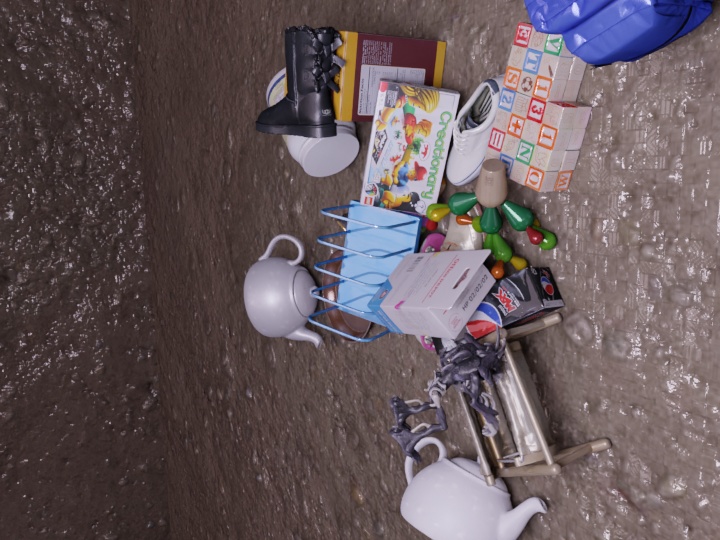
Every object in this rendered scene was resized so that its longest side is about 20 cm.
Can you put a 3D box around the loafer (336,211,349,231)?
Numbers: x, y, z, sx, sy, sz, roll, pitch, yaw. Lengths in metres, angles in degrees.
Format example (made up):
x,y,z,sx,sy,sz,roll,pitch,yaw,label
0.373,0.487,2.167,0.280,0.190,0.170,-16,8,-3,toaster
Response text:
x,y,z,sx,sy,sz,roll,pitch,yaw,label
0.011,-0.027,1.250,0.073,0.072,0.201,86,167,-66,loafer

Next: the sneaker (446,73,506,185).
x,y,z,sx,sy,sz,roll,pitch,yaw,label
0.170,-0.214,0.982,0.073,0.070,0.201,58,141,32,sneaker

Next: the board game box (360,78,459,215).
x,y,z,sx,sy,sz,roll,pitch,yaw,label
0.076,-0.194,1.027,0.035,0.125,0.201,-89,8,-66,board game box

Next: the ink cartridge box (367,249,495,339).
x,y,z,sx,sy,sz,roll,pitch,yaw,label
0.112,0.034,0.933,0.068,0.115,0.200,48,157,-21,ink cartridge box

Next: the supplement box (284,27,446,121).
x,y,z,sx,sy,sz,roll,pitch,yaw,label
0.002,-0.335,1.098,0.197,0.199,0.134,30,121,51,supplement box

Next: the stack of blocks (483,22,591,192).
x,y,z,sx,sy,sz,roll,pitch,yaw,label
0.248,-0.221,0.871,0.115,0.058,0.201,39,128,47,stack of blocks

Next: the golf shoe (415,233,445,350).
x,y,z,sx,sy,sz,roll,pitch,yaw,label
0.115,0.034,1.122,0.091,0.075,0.202,-161,74,-70,golf shoe

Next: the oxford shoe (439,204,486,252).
x,y,z,sx,sy,sz,roll,pitch,yaw,label
0.158,-0.022,1.039,0.071,0.073,0.202,14,108,55,oxford shoe

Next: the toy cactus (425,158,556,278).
x,y,z,sx,sy,sz,roll,pitch,yaw,label
0.180,-0.081,0.920,0.199,0.102,0.166,26,145,29,toy cactus

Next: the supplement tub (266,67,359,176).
x,y,z,sx,sy,sz,roll,pitch,yaw,label
-0.096,-0.307,1.307,0.201,0.144,0.145,64,143,25,supplement tub

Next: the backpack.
x,y,z,sx,sy,sz,roll,pitch,yaw,label
0.283,-0.309,0.674,0.162,0.199,0.169,-13,95,53,backpack

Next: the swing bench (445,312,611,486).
x,y,z,sx,sy,sz,roll,pitch,yaw,label
0.219,0.195,0.939,0.200,0.129,0.200,-38,66,53,swing bench

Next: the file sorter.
x,y,z,sx,sy,sz,roll,pitch,yaw,label
0.000,0.000,1.064,0.138,0.122,0.202,18,109,30,file sorter

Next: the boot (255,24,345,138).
x,y,z,sx,sy,sz,roll,pitch,yaw,label
-0.102,-0.298,1.016,0.198,0.073,0.164,17,114,47,boot

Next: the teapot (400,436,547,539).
x,y,z,sx,sy,sz,roll,pitch,yaw,label
0.168,0.368,1.041,0.147,0.199,0.197,-62,-3,-10,teapot

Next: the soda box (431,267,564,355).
x,y,z,sx,sy,sz,roll,pitch,yaw,label
0.195,0.063,0.959,0.200,0.070,0.064,-32,70,39,soda box

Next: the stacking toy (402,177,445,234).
x,y,z,sx,sy,sz,roll,pitch,yaw,label
0.085,-0.094,1.134,0.200,0.116,0.110,-45,57,35,stacking toy

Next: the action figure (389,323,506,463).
x,y,z,sx,sy,sz,roll,pitch,yaw,label
0.131,0.163,0.860,0.200,0.102,0.119,-41,30,15,action figure

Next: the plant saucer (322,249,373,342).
x,y,z,sx,sy,sz,roll,pitch,yaw,label
-0.019,0.052,1.366,0.200,0.034,0.202,17,111,54,plant saucer

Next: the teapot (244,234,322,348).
x,y,z,sx,sy,sz,roll,pitch,yaw,label
-0.165,0.053,1.479,0.145,0.200,0.199,-10,51,22,teapot
